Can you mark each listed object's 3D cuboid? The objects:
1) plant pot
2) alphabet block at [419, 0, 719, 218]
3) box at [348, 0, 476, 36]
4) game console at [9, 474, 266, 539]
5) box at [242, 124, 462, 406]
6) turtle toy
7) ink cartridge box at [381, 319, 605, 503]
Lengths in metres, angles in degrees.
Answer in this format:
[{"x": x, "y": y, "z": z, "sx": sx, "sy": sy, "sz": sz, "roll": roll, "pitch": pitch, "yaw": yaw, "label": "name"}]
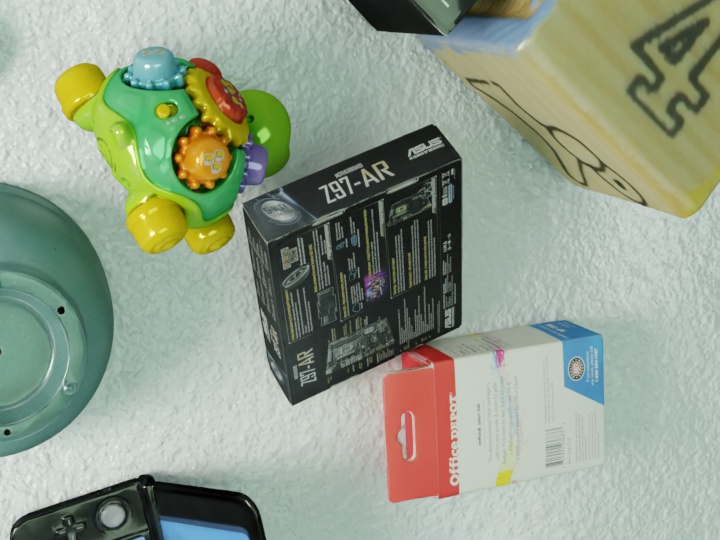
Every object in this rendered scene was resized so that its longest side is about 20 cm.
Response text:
[{"x": -0.262, "y": 0.046, "z": 1.044, "sx": 0.199, "sy": 0.134, "sz": 0.202, "roll": -4, "pitch": 103, "yaw": -20, "label": "plant pot"}, {"x": 0.200, "y": -0.186, "z": 1.145, "sx": 0.200, "sy": 0.195, "sz": 0.197, "roll": 39, "pitch": 87, "yaw": -24, "label": "alphabet block"}, {"x": 0.059, "y": -0.288, "z": 1.092, "sx": 0.124, "sy": 0.148, "sz": 0.200, "roll": 43, "pitch": 85, "yaw": -21, "label": "box"}, {"x": -0.156, "y": 0.271, "z": 1.141, "sx": 0.175, "sy": 0.116, "sz": 0.202, "roll": -16, "pitch": 106, "yaw": -18, "label": "game console"}, {"x": 0.000, "y": 0.000, "z": 1.129, "sx": 0.159, "sy": 0.044, "sz": 0.201, "roll": -24, "pitch": 143, "yaw": -15, "label": "box"}, {"x": -0.118, "y": -0.094, "z": 1.063, "sx": 0.101, "sy": 0.200, "sz": 0.146, "roll": -35, "pitch": 78, "yaw": 18, "label": "turtle toy"}, {"x": 0.101, "y": 0.116, "z": 1.235, "sx": 0.198, "sy": 0.067, "sz": 0.117, "roll": -7, "pitch": 103, "yaw": -20, "label": "ink cartridge box"}]
